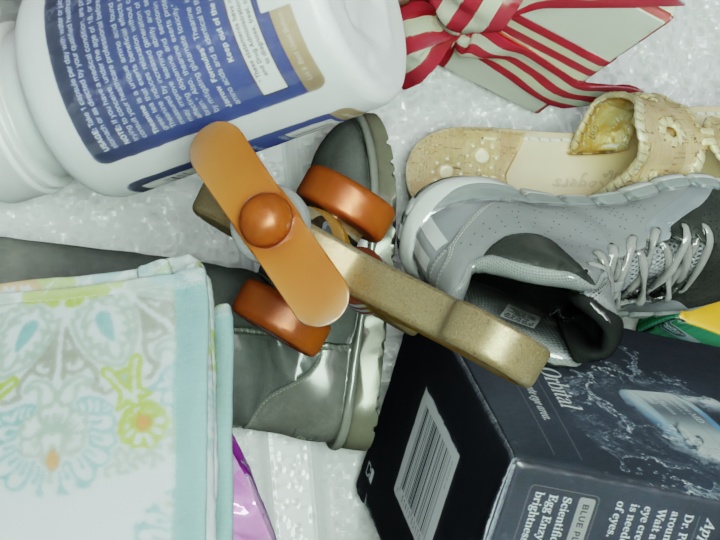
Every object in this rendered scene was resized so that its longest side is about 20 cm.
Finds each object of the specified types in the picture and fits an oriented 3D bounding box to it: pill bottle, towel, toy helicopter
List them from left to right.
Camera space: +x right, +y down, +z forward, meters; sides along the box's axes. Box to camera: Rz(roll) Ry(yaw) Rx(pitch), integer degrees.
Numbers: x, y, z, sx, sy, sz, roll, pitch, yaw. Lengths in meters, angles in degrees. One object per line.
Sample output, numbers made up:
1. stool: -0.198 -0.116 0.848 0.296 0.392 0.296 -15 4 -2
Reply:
1. towel: -0.139 0.091 1.099 0.170 0.048 0.201 -8 56 9
2. pill bottle: -0.088 -0.099 1.201 0.199 0.111 0.112 -18 84 20
3. toy helicopter: 0.000 0.000 1.135 0.132 0.199 0.079 37 82 -48

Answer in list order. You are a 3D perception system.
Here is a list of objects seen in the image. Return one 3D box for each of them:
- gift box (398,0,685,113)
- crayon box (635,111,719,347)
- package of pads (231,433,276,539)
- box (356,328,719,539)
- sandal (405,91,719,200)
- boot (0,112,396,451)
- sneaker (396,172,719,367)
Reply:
1. gift box: 0.085 -0.186 1.280 0.199 0.185 0.188 25 71 -8
2. crayon box: 0.253 0.009 1.362 0.199 0.058 0.120 20 74 -13
3. package of pads: -0.144 0.121 1.157 0.199 0.076 0.121 -26 49 -6
4. box: 0.121 0.111 1.212 0.199 0.197 0.118 12 109 -16
5. sandal: 0.126 -0.054 1.288 0.210 0.070 0.078 -2 72 4
6. boot: -0.086 0.002 1.254 0.198 0.073 0.183 6 78 -10
7. sneaker: 0.122 0.009 1.222 0.198 0.116 0.076 -1 117 -14
